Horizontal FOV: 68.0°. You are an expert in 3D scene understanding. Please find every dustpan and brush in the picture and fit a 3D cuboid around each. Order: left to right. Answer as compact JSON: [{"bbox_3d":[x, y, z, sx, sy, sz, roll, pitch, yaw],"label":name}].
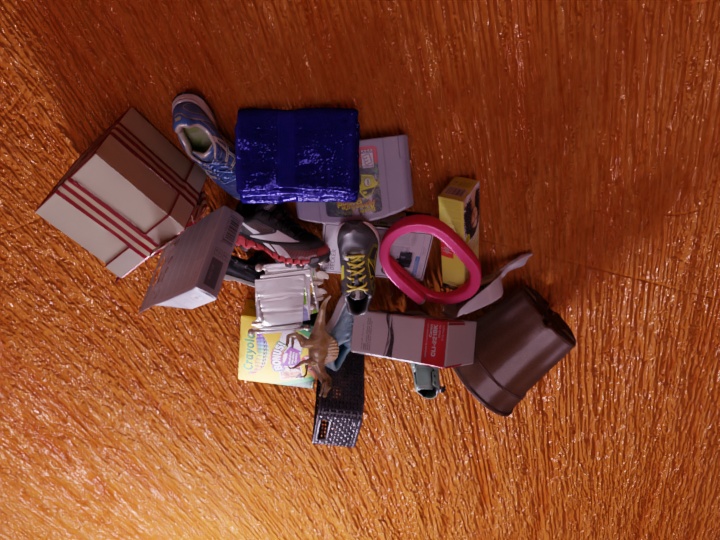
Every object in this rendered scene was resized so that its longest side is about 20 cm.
[{"bbox_3d":[0.247,0.025,1.025,0.198,0.140,0.058,-22,91,-2],"label":"dustpan and brush"}]

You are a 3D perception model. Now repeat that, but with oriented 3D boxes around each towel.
[{"bbox_3d":[-0.100,-0.179,0.838,0.197,0.050,0.150,0,102,5],"label":"towel"}]

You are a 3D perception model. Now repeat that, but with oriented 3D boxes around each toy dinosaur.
[{"bbox_3d":[-0.091,0.142,1.042,0.100,0.058,0.203,1,99,6],"label":"toy dinosaur"}]

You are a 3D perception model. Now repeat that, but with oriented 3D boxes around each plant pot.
[{"bbox_3d":[0.307,0.151,1.072,0.199,0.201,0.198,34,115,-25],"label":"plant pot"}]

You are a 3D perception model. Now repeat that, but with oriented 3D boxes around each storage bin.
[{"bbox_3d":[-0.046,0.256,1.139,0.092,0.201,0.136,7,130,-7],"label":"storage bin"}]

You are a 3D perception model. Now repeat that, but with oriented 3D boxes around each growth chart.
[{"bbox_3d":[-0.136,0.054,1.004,0.143,0.018,0.202,0,133,-15],"label":"growth chart"}]

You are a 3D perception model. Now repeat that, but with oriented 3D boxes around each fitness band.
[{"bbox_3d":[0.121,-0.011,0.931,0.143,0.038,0.200,-33,117,33],"label":"fitness band"}]

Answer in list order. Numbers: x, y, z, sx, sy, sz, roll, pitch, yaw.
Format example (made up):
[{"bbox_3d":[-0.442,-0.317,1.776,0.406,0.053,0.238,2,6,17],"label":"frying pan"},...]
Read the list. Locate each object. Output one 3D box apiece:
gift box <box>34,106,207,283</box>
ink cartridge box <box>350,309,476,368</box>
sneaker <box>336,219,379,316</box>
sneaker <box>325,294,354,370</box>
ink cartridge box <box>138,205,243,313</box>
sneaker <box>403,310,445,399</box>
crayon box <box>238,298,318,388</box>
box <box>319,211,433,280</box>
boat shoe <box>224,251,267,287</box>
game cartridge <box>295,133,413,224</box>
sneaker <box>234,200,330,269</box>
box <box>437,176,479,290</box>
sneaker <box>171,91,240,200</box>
[{"bbox_3d":[-0.370,-0.104,0.850,0.183,0.202,0.187,-28,126,27],"label":"gift box"},{"bbox_3d":[0.100,0.125,1.012,0.198,0.085,0.144,4,177,33],"label":"ink cartridge box"},{"bbox_3d":[0.000,0.000,0.916,0.073,0.085,0.201,-4,139,3],"label":"sneaker"},{"bbox_3d":[-0.016,0.112,1.069,0.074,0.082,0.201,9,116,-51],"label":"sneaker"},{"bbox_3d":[-0.293,-0.008,0.918,0.199,0.162,0.047,-20,139,41],"label":"ink cartridge box"},{"bbox_3d":[0.135,0.184,1.135,0.073,0.119,0.202,-13,127,13],"label":"sneaker"},{"bbox_3d":[-0.172,0.163,1.153,0.170,0.059,0.202,7,128,-7],"label":"crayon box"},{"bbox_3d":[0.026,-0.050,0.980,0.197,0.061,0.118,6,129,-5],"label":"box"},{"bbox_3d":[-0.207,-0.007,1.009,0.197,0.074,0.067,17,93,-27],"label":"boat shoe"},{"bbox_3d":[-0.014,-0.145,0.883,0.197,0.041,0.135,-6,106,5],"label":"game cartridge"},{"bbox_3d":[-0.141,-0.069,0.929,0.198,0.071,0.099,19,122,16],"label":"sneaker"},{"bbox_3d":[0.178,-0.060,0.956,0.050,0.075,0.202,17,137,28],"label":"box"},{"bbox_3d":[-0.238,-0.181,0.857,0.075,0.078,0.201,-23,132,15],"label":"sneaker"}]
